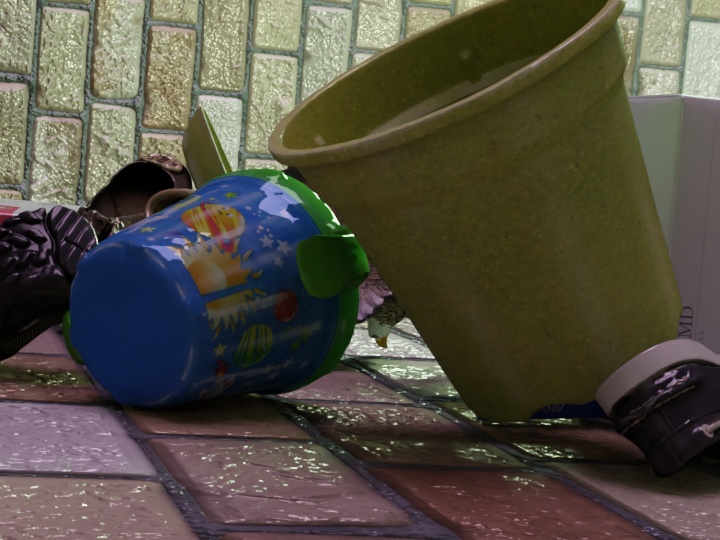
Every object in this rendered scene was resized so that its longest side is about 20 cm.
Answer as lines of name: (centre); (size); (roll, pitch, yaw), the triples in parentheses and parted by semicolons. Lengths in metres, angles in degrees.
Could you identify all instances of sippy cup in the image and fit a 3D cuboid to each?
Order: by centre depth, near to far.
sippy cup: (-0.091, 0.018, 0.971); (0.140, 0.178, 0.130); (43, 31, 18)

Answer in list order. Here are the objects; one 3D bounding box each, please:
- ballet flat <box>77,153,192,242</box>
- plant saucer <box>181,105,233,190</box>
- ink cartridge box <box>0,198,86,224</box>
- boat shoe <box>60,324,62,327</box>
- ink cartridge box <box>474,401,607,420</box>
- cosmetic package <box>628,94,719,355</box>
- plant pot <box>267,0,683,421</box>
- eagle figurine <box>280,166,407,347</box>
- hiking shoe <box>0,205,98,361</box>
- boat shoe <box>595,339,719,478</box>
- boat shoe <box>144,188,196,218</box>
ballet flat: (-0.183, -0.055, 1.348); (0.067, 0.046, 0.200); (14, 28, 13)
plant saucer: (-0.110, -0.043, 1.459); (0.031, 0.200, 0.200); (-22, 5, -2)
ink cartridge box: (-0.228, -0.009, 1.438); (0.199, 0.084, 0.145); (4, 5, -3)
boat shoe: (-0.146, 0.020, 1.221); (0.200, 0.069, 0.075); (7, 7, 44)
ink cartridge box: (0.083, 0.010, 1.077); (0.094, 0.044, 0.200); (2, 38, -26)
cosmetic package: (0.258, -0.001, 1.059); (0.199, 0.200, 0.123); (4, 4, -11)
plant pot: (0.079, -0.029, 0.906); (0.200, 0.185, 0.200); (-23, 17, 8)
eagle figurine: (-0.001, 0.006, 1.244); (0.199, 0.151, 0.152); (16, 21, 10)
hiking shoe: (-0.250, 0.030, 1.035); (0.199, 0.076, 0.101); (-12, -36, -5)
boat shoe: (0.197, 0.076, 0.904); (0.074, 0.060, 0.200); (-41, -25, 24)
boat shoe: (-0.097, -0.021, 1.231); (0.065, 0.072, 0.200); (37, -8, -31)
